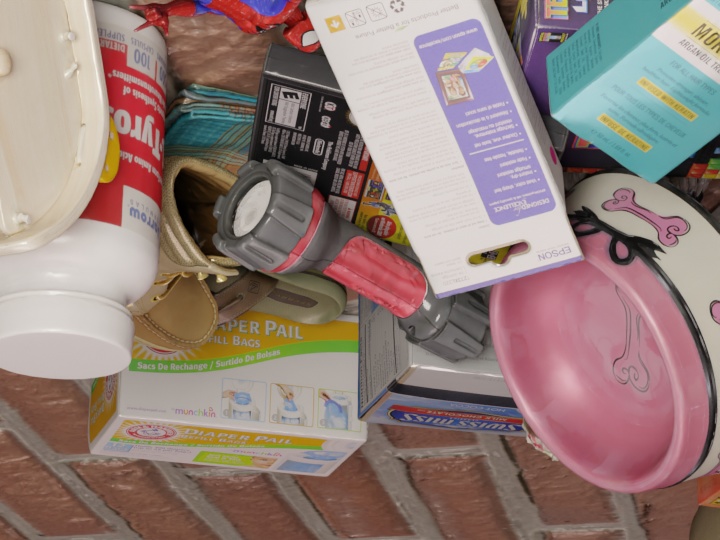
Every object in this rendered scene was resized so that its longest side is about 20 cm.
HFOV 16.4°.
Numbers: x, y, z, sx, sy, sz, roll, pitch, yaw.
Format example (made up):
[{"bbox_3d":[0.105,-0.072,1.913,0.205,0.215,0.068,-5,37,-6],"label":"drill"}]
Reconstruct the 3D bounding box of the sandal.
[{"bbox_3d":[-0.096,0.018,1.806,0.200,0.058,0.080,13,156,-29],"label":"sandal"}]

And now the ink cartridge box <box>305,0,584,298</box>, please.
[{"bbox_3d":[0.050,-0.083,1.399,0.094,0.037,0.201,-15,116,19],"label":"ink cartridge box"}]

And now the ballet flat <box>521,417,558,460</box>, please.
[{"bbox_3d":[0.194,0.059,1.631,0.200,0.076,0.064,-36,126,15],"label":"ballet flat"}]

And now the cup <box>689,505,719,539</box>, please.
[{"bbox_3d":[0.395,0.205,2.140,0.199,0.201,0.144,4,134,-7],"label":"cup"}]

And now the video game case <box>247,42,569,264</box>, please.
[{"bbox_3d":[0.022,-0.065,1.516,0.180,0.026,0.200,15,158,-1],"label":"video game case"}]

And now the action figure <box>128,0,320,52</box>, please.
[{"bbox_3d":[-0.091,-0.160,1.357,0.065,0.052,0.199,-22,152,38],"label":"action figure"}]

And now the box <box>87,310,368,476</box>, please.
[{"bbox_3d":[-0.103,0.089,1.933,0.199,0.102,0.113,7,159,-15],"label":"box"}]

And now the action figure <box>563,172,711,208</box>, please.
[{"bbox_3d":[0.178,-0.038,1.594,0.118,0.103,0.200,-10,-157,-32],"label":"action figure"}]

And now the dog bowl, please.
[{"bbox_3d":[0.158,0.045,1.504,0.074,0.201,0.200,-25,174,-32],"label":"dog bowl"}]

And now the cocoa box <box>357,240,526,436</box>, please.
[{"bbox_3d":[0.107,0.035,1.737,0.199,0.134,0.131,6,158,-15],"label":"cocoa box"}]

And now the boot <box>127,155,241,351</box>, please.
[{"bbox_3d":[-0.116,-0.010,1.620,0.155,0.073,0.200,4,144,39],"label":"boot"}]

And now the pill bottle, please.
[{"bbox_3d":[-0.170,-0.045,1.439,0.111,0.201,0.112,0,160,0],"label":"pill bottle"}]

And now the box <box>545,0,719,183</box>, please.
[{"bbox_3d":[0.195,-0.133,1.304,0.082,0.049,0.200,30,128,-28],"label":"box"}]

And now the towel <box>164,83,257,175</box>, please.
[{"bbox_3d":[-0.078,-0.064,1.640,0.146,0.022,0.200,9,158,-20],"label":"towel"}]

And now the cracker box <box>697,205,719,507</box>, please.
[{"bbox_3d":[0.270,0.047,1.668,0.057,0.201,0.134,6,159,-12],"label":"cracker box"}]

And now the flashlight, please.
[{"bbox_3d":[0.000,0.000,1.564,0.199,0.068,0.068,31,158,-33],"label":"flashlight"}]

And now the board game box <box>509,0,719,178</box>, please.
[{"bbox_3d":[0.168,-0.116,1.446,0.164,0.057,0.200,1,159,-3],"label":"board game box"}]

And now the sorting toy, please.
[{"bbox_3d":[-0.237,-0.103,1.363,0.179,0.201,0.107,-8,-178,29],"label":"sorting toy"}]
